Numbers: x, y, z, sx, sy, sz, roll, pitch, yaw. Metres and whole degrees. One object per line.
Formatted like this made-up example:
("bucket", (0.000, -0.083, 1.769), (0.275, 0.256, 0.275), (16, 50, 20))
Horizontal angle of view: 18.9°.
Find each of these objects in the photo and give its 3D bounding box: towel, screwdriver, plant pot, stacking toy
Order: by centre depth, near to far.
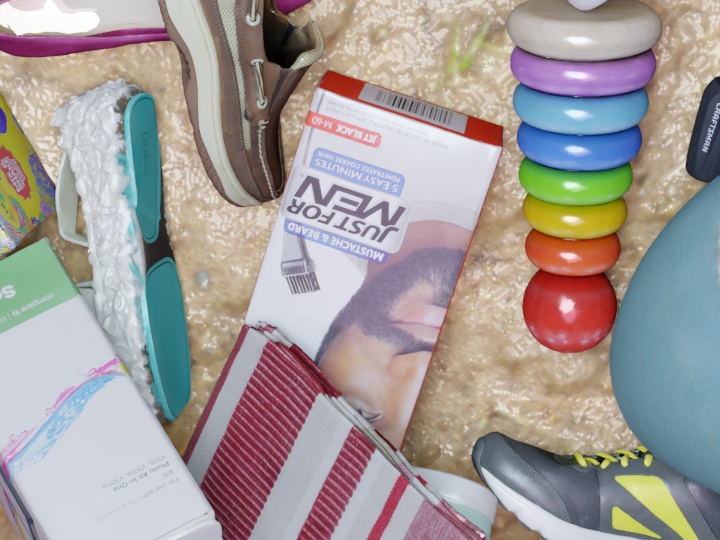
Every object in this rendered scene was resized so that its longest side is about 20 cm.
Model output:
("screwdriver", (0.215, -0.134, 1.173), (0.028, 0.029, 0.200), (-7, 131, -30))
("towel", (-0.026, 0.139, 1.177), (0.200, 0.023, 0.144), (44, 119, 35))
("plant pot", (0.215, 0.045, 1.178), (0.135, 0.200, 0.200), (-26, 102, 46))
("stacking toy", (0.123, -0.049, 1.209), (0.085, 0.085, 0.200), (1, 110, 5))

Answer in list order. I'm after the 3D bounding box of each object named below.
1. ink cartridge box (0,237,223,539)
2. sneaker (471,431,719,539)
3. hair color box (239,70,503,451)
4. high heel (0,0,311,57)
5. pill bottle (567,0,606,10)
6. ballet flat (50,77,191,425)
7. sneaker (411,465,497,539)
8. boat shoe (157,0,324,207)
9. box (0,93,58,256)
("ink cartridge box", (-0.153, 0.108, 1.183), (0.087, 0.145, 0.200), (-28, 61, -16))
("sneaker", (0.161, 0.127, 1.255), (0.200, 0.074, 0.085), (24, 100, -10))
("hair color box", (0.000, 0.000, 1.237), (0.111, 0.064, 0.200), (17, 107, 1))
("high heel", (-0.111, -0.155, 1.191), (0.200, 0.096, 0.067), (-3, 104, 7))
("pill bottle", (0.091, -0.245, 1.139), (0.113, 0.113, 0.200), (-42, 96, 14))
("ballet flat", (-0.140, -0.010, 1.252), (0.072, 0.072, 0.200), (-5, 97, 7))
("sneaker", (-0.030, 0.165, 1.231), (0.200, 0.074, 0.118), (5, 66, 29))
("boat shoe", (-0.056, -0.110, 1.172), (0.075, 0.075, 0.202), (-4, 140, 9))
("box", (-0.309, -0.068, 1.220), (0.192, 0.122, 0.200), (-27, 99, 12))
